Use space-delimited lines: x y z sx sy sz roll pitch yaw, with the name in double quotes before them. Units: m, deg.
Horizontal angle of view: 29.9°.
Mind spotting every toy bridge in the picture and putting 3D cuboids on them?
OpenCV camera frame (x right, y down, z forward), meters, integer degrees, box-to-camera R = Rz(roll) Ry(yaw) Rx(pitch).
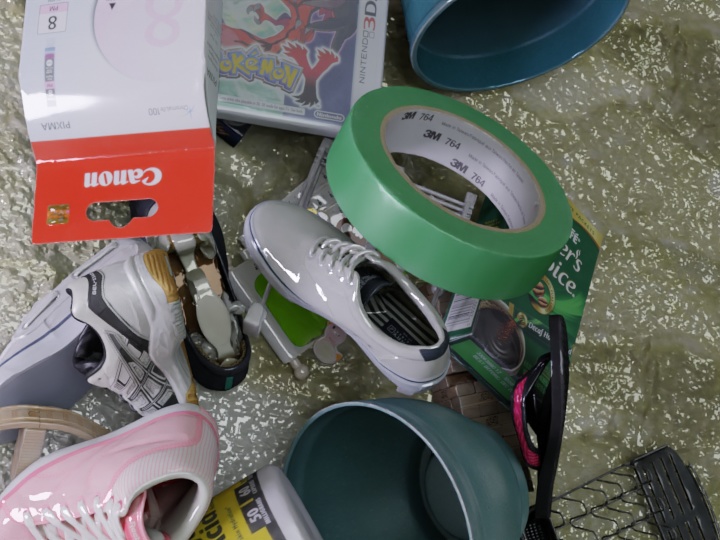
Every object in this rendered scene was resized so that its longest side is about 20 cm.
"toy bridge" -0.253 0.134 1.024 0.198 0.068 0.027 7 34 -22

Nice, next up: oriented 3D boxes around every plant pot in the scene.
"plant pot" 0.052 0.191 1.078 0.133 0.199 0.203 -11 83 -46
"plant pot" 0.113 -0.292 1.186 0.198 0.200 0.190 -9 69 -21

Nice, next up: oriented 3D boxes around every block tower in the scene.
"block tower" 0.095 0.098 1.171 0.053 0.058 0.203 -9 81 -21

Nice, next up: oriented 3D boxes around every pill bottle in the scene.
"pill bottle" -0.123 0.243 1.016 0.199 0.111 0.112 -31 91 -3

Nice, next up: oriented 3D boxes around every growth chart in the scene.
"growth chart" -0.026 -0.016 1.168 0.145 0.018 0.200 46 71 -6

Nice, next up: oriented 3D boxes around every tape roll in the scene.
"tape roll" 0.071 -0.064 1.066 0.198 0.048 0.202 21 35 -16

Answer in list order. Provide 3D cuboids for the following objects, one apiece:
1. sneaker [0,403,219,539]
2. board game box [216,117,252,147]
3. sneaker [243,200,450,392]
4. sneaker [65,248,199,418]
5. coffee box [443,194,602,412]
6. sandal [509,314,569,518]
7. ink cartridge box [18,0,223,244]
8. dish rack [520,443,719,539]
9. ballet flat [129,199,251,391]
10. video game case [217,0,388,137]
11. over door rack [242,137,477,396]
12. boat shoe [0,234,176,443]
"sneaker" -0.191 0.177 0.986 0.199 0.105 0.076 -28 117 3
"board game box" -0.105 -0.227 1.170 0.135 0.035 0.201 36 70 -10
"sneaker" -0.006 0.005 1.020 0.199 0.071 0.073 38 60 13
"sneaker" -0.174 0.068 1.028 0.087 0.202 0.076 -15 42 -10
"coffee box" 0.142 0.013 1.163 0.123 0.044 0.201 43 50 -27
"sandal" 0.140 0.122 1.079 0.044 0.202 0.075 7 39 8
"ink cartridge box" -0.191 -0.129 1.063 0.160 0.057 0.203 -3 70 15
"dish rack" 0.237 0.248 1.191 0.198 0.054 0.155 -21 88 -20
"ballet flat" -0.135 -0.001 1.097 0.072 0.073 0.202 -18 86 -22
"video game case" -0.074 -0.211 1.138 0.197 0.023 0.185 8 76 -13
"over door rack" 0.000 0.000 1.105 0.146 0.067 0.202 20 58 2
"boat shoe" -0.233 0.053 1.056 0.199 0.074 0.065 -39 51 -8
